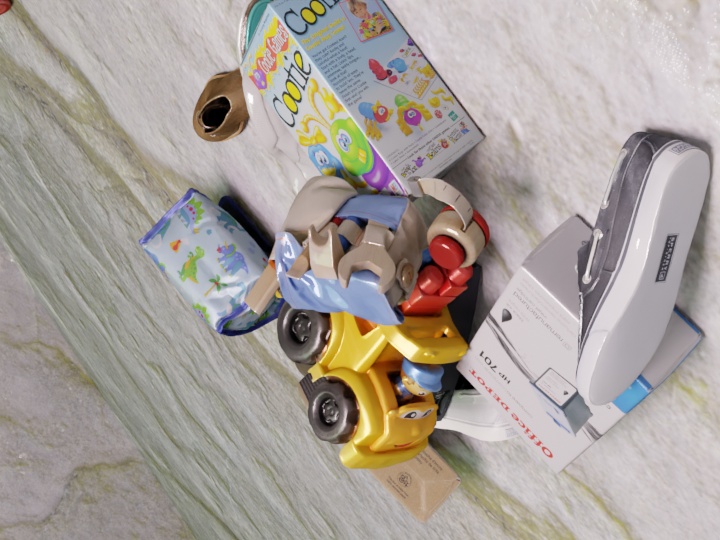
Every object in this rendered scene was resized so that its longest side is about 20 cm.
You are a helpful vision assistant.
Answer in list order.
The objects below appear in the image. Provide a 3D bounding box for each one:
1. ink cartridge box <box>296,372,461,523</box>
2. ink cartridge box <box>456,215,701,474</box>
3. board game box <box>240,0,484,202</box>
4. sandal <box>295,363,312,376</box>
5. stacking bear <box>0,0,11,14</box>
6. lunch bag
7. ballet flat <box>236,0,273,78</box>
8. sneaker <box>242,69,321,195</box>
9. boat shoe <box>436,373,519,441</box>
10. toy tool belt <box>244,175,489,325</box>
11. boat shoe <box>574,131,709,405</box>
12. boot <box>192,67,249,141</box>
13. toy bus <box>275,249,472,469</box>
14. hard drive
[{"bbox_3d":[0.018,0.198,1.152,0.200,0.075,0.165,45,177,-9],"label":"ink cartridge box"},{"bbox_3d":[0.185,0.073,0.835,0.146,0.085,0.201,45,150,15],"label":"ink cartridge box"},{"bbox_3d":[-0.002,-0.154,0.847,0.201,0.104,0.103,53,151,2],"label":"board game box"},{"bbox_3d":[-0.031,0.164,1.299,0.198,0.054,0.081,28,143,39],"label":"sandal"},{"bbox_3d":[-0.642,-0.495,1.458,0.113,0.120,0.203,-2,113,59],"label":"stacking bear"},{"bbox_3d":[-0.181,-0.006,1.273,0.170,0.127,0.200,48,-179,10],"label":"lunch bag"},{"bbox_3d":[-0.095,-0.197,0.992,0.069,0.069,0.203,23,143,43],"label":"ballet flat"},{"bbox_3d":[-0.049,-0.139,0.949,0.201,0.087,0.076,57,-160,-45],"label":"sneaker"},{"bbox_3d":[0.107,0.141,1.056,0.199,0.071,0.070,6,106,63],"label":"boat shoe"},{"bbox_3d":[0.000,0.000,0.776,0.197,0.124,0.126,6,137,39],"label":"toy tool belt"},{"bbox_3d":[0.192,-0.002,0.695,0.068,0.071,0.204,33,118,48],"label":"boat shoe"},{"bbox_3d":[-0.171,-0.188,1.103,0.074,0.075,0.199,56,153,-9],"label":"boot"},{"bbox_3d":[0.036,0.061,0.892,0.191,0.134,0.203,-37,64,33],"label":"toy bus"},{"bbox_3d":[0.054,0.057,1.006,0.134,0.042,0.203,34,128,34],"label":"hard drive"}]
